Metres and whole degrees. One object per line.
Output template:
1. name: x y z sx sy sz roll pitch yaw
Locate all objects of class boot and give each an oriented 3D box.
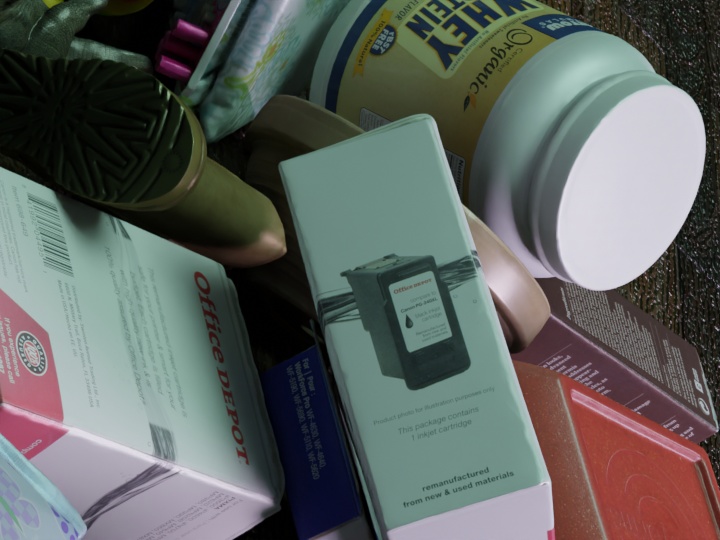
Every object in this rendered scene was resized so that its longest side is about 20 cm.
1. boot: -0.096 -0.047 1.452 0.175 0.066 0.200 25 -4 37

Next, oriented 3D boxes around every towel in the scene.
1. towel: -0.033 -0.172 1.668 0.048 0.201 0.171 34 24 11

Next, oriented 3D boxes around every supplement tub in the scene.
1. supplement tub: 0.084 -0.083 1.652 0.200 0.145 0.144 29 6 39

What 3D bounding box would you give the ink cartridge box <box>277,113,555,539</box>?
1. ink cartridge box: 0.029 0.048 1.401 0.145 0.083 0.201 76 -3 -66

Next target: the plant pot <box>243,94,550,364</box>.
1. plant pot: 0.000 0.000 1.597 0.201 0.093 0.201 37 -11 9

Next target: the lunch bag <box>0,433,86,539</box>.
1. lunch bag: -0.223 0.100 1.122 0.200 0.127 0.170 44 27 -11

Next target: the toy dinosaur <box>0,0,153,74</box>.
1. toy dinosaur: -0.184 -0.131 1.496 0.077 0.103 0.200 37 3 28

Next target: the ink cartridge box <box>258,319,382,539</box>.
1. ink cartridge box: -0.015 0.114 1.452 0.200 0.039 0.100 75 -1 -59

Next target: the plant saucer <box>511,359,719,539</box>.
1. plant saucer: 0.154 0.149 1.531 0.199 0.037 0.201 28 40 -48

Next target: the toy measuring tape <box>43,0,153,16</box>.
1. toy measuring tape: -0.111 -0.204 1.594 0.074 0.200 0.074 43 -7 6

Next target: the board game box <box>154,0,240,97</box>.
1. board game box: -0.067 -0.215 1.604 0.026 0.201 0.200 24 15 -14

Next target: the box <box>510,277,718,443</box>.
1. box: 0.121 0.058 1.777 0.200 0.100 0.075 33 34 -41

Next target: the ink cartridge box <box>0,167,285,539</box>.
1. ink cartridge box: -0.139 0.046 1.366 0.200 0.085 0.146 23 42 -46
